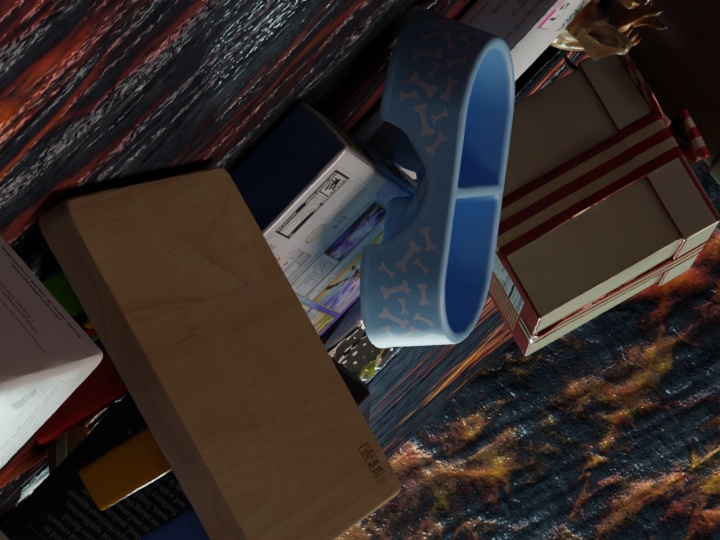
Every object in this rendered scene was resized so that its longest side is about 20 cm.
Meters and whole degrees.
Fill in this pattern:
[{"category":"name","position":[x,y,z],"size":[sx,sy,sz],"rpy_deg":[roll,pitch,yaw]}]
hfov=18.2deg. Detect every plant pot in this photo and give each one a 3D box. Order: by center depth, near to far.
[{"category":"plant pot","position":[0.306,-0.179,1.796],"size":[0.200,0.198,0.200],"rpy_deg":[-44,173,-7]}]

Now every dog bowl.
[{"category":"dog bowl","position":[0.048,-0.050,1.320],"size":[0.111,0.049,0.202],"rpy_deg":[-9,108,-68]}]

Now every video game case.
[{"category":"video game case","position":[-0.060,0.003,1.340],"size":[0.200,0.045,0.181],"rpy_deg":[-45,158,7]}]

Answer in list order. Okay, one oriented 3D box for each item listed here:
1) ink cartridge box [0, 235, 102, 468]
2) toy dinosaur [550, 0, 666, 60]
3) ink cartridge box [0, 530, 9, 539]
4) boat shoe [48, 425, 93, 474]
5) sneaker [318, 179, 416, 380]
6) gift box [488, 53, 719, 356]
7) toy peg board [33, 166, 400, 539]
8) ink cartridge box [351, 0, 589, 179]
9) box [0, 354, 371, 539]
[{"category":"ink cartridge box","position":[-0.208,0.064,0.886],"size":[0.144,0.084,0.200],"rpy_deg":[-46,171,14]},{"category":"toy dinosaur","position":[0.144,-0.170,1.543],"size":[0.106,0.061,0.200],"rpy_deg":[-26,-174,-14]},{"category":"ink cartridge box","position":[-0.267,0.187,1.069],"size":[0.200,0.125,0.129],"rpy_deg":[-41,171,-27]},{"category":"boat shoe","position":[-0.131,0.160,1.492],"size":[0.076,0.072,0.200],"rpy_deg":[-14,142,21]},{"category":"sneaker","position":[0.000,0.000,1.498],"size":[0.200,0.084,0.075],"rpy_deg":[-52,159,-41]},{"category":"gift box","position":[0.168,-0.070,1.766],"size":[0.186,0.201,0.185],"rpy_deg":[-27,174,-6]},{"category":"toy peg board","position":[-0.094,0.065,1.128],"size":[0.097,0.200,0.200],"rpy_deg":[-30,177,20]},{"category":"ink cartridge box","position":[0.092,-0.144,1.483],"size":[0.200,0.044,0.173],"rpy_deg":[-47,170,14]},{"category":"box","position":[-0.095,0.136,1.273],"size":[0.200,0.107,0.149],"rpy_deg":[-47,163,-21]}]
